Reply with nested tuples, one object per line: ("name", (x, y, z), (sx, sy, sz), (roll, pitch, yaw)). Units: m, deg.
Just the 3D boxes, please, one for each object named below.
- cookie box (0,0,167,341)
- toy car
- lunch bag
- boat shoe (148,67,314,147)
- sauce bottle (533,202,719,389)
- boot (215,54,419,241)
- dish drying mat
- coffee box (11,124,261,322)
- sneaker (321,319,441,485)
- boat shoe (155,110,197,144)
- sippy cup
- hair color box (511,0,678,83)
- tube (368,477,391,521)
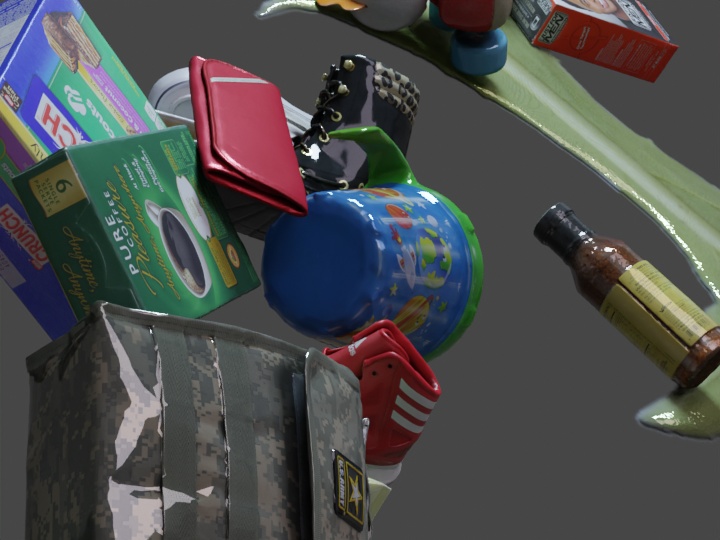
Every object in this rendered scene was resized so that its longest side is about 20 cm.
("cookie box", (-0.198, -0.076, 1.094), (0.172, 0.075, 0.200), (56, 20, -26))
("toy car", (0.047, -0.310, 1.735), (0.199, 0.185, 0.177), (-8, 40, -10))
("lunch bag", (-0.071, 0.122, 0.894), (0.199, 0.117, 0.165), (13, 62, -33))
("boat shoe", (-0.076, -0.099, 1.338), (0.199, 0.072, 0.066), (26, 23, -29))
("sauce bottle", (0.236, 0.017, 1.466), (0.200, 0.066, 0.066), (47, 31, 22))
("boot", (-0.041, -0.097, 1.283), (0.203, 0.073, 0.155), (21, 70, -32))
("dish drying mat", (-0.080, -0.098, 1.156), (0.076, 0.018, 0.200), (23, 22, -20))
("coffee box", (-0.131, -0.021, 1.017), (0.123, 0.044, 0.200), (65, 16, -3))
("sneaker", (-0.040, 0.066, 1.058), (0.199, 0.116, 0.079), (12, 34, -31))
("boat shoe", (-0.200, -0.114, 1.230), (0.199, 0.070, 0.071), (20, 30, -19))
("sippy cup", (0.000, 0.000, 1.154), (0.178, 0.140, 0.130), (55, 19, 19))
("hair color box", (0.277, -0.299, 2.011), (0.199, 0.061, 0.102), (11, 36, -33))
("tube", (-0.085, 0.110, 0.989), (0.199, 0.058, 0.052), (31, 54, -2))
